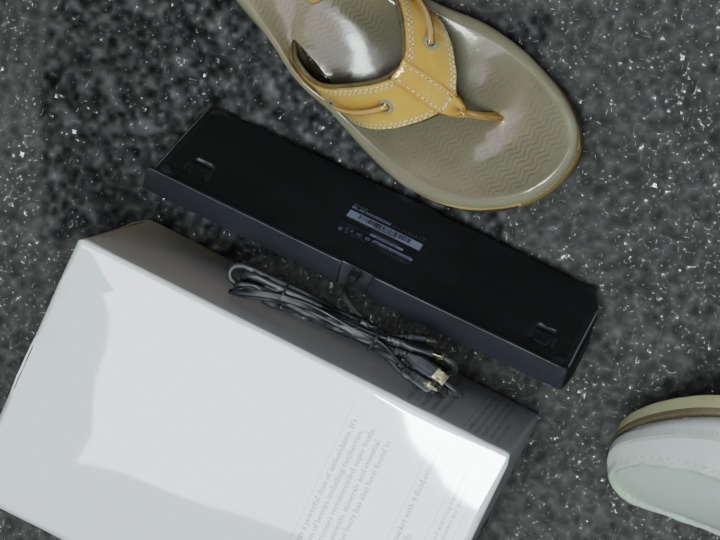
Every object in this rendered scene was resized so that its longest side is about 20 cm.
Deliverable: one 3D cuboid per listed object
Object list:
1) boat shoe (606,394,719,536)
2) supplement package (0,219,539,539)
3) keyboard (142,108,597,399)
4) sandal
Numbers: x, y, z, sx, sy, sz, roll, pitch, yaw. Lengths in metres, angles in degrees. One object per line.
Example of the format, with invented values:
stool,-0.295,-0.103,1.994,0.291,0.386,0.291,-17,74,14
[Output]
boat shoe,0.184,0.102,1.077,0.199,0.075,0.069,6,61,36
supplement package,-0.042,0.076,1.121,0.199,0.120,0.122,27,99,6
keyboard,0.000,0.000,1.113,0.199,0.127,0.021,25,122,7
sandal,0.007,-0.098,1.135,0.200,0.054,0.080,43,99,4
